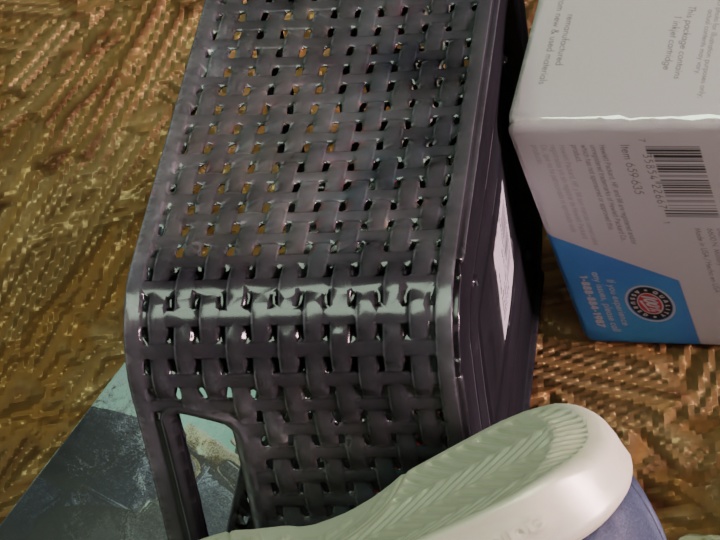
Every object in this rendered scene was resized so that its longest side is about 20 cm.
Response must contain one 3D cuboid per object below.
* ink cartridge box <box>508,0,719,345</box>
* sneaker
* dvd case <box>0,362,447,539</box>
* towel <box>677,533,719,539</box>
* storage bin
[{"bbox_3d":[0.158,-0.034,0.848,0.200,0.116,0.067,1,53,21],"label":"ink cartridge box"},{"bbox_3d":[-0.004,0.111,0.744,0.200,0.085,0.075,-23,19,26],"label":"sneaker"},{"bbox_3d":[-0.026,0.102,0.873,0.200,0.022,0.146,24,65,31],"label":"dvd case"},{"bbox_3d":[0.111,0.171,0.759,0.148,0.036,0.200,14,60,28],"label":"towel"},{"bbox_3d":[0.000,0.000,0.839,0.094,0.135,0.200,-1,40,11],"label":"storage bin"}]
